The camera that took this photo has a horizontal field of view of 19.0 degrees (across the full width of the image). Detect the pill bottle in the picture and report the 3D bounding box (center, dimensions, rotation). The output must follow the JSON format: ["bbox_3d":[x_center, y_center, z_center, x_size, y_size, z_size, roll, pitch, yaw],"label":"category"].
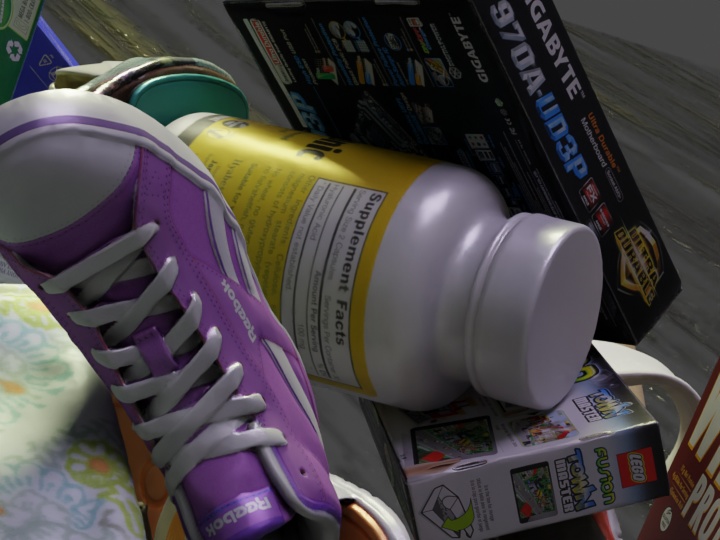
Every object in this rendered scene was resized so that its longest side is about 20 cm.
[{"bbox_3d":[0.000,0.000,0.955,0.200,0.111,0.111,14,10,26],"label":"pill bottle"}]

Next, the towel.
[{"bbox_3d":[-0.158,0.075,0.704,0.171,0.048,0.200,0,38,-18],"label":"towel"}]

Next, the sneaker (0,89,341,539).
[{"bbox_3d":[-0.058,0.031,0.720,0.200,0.073,0.114,52,12,-44],"label":"sneaker"}]

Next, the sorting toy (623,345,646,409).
[{"bbox_3d":[0.088,0.022,1.238,0.200,0.036,0.185,23,48,-37],"label":"sorting toy"}]

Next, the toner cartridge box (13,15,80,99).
[{"bbox_3d":[-0.164,-0.086,1.225,0.095,0.043,0.200,51,-2,47],"label":"toner cartridge box"}]

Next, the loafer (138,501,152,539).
[{"bbox_3d":[-0.150,0.078,0.810,0.200,0.068,0.076,27,15,22],"label":"loafer"}]

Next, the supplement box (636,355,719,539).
[{"bbox_3d":[0.252,0.123,0.968,0.200,0.197,0.133,19,14,-13],"label":"supplement box"}]

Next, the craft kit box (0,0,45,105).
[{"bbox_3d":[-0.226,-0.086,0.915,0.197,0.200,0.049,-8,-33,37],"label":"craft kit box"}]

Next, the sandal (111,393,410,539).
[{"bbox_3d":[-0.066,0.103,0.848,0.059,0.079,0.207,5,13,-45],"label":"sandal"}]

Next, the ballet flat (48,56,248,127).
[{"bbox_3d":[-0.129,-0.060,0.978,0.071,0.069,0.200,18,26,24],"label":"ballet flat"}]

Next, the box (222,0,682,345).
[{"bbox_3d":[0.043,-0.058,0.997,0.159,0.046,0.200,6,-45,46],"label":"box"}]

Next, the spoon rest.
[{"bbox_3d":[0.121,0.057,1.158,0.200,0.061,0.099,36,2,-30],"label":"spoon rest"}]

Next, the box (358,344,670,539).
[{"bbox_3d":[0.061,0.066,0.982,0.110,0.035,0.200,-12,15,-4],"label":"box"}]

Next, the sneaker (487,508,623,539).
[{"bbox_3d":[0.070,0.129,0.945,0.082,0.077,0.200,5,19,-30],"label":"sneaker"}]

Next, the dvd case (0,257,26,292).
[{"bbox_3d":[-0.147,0.027,0.883,0.143,0.018,0.200,-10,-19,33],"label":"dvd case"}]
